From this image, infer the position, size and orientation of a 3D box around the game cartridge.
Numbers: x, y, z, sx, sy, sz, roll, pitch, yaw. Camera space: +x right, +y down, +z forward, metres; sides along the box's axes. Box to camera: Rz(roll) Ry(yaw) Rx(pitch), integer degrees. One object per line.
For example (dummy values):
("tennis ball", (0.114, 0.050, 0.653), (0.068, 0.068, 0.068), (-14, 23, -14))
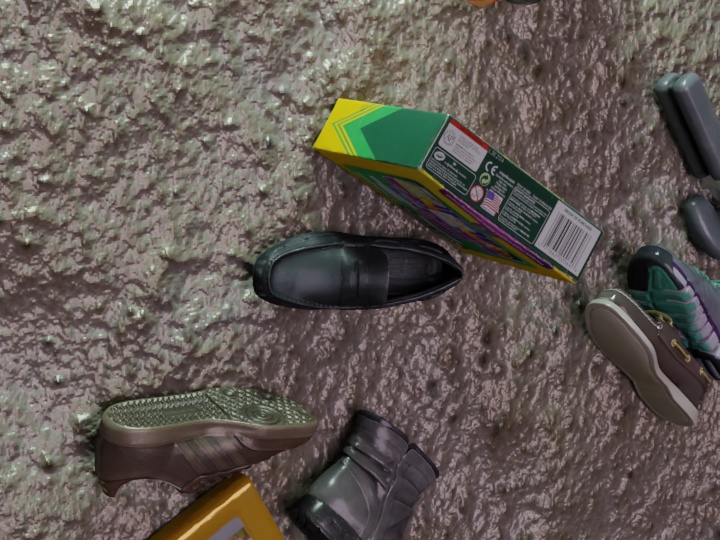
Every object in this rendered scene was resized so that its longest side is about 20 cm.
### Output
("game cartridge", (-0.139, 0.302, 1.395), (0.200, 0.032, 0.177), (-38, 116, -24))

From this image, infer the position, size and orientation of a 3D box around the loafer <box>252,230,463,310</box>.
("loafer", (0.000, 0.000, 1.415), (0.199, 0.070, 0.069), (-3, 99, -33))

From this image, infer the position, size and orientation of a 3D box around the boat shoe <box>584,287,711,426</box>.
("boat shoe", (0.292, 0.077, 1.620), (0.200, 0.072, 0.060), (48, 66, -33))

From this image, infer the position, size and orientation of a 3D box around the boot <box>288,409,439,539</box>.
("boot", (0.034, 0.232, 1.479), (0.132, 0.070, 0.200), (-50, 124, -23))

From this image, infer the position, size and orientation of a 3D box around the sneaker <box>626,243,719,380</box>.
("sneaker", (0.337, 0.023, 1.649), (0.088, 0.074, 0.200), (-57, 133, -24))

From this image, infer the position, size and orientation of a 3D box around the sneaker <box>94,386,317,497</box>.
("sneaker", (-0.133, 0.148, 1.365), (0.199, 0.070, 0.076), (1, 116, -30))

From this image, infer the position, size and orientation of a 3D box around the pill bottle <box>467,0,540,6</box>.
("pill bottle", (0.172, -0.307, 1.459), (0.199, 0.106, 0.107), (-29, 112, -27))

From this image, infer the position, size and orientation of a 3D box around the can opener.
("can opener", (0.346, -0.102, 1.636), (0.067, 0.053, 0.201), (-40, 116, -22))

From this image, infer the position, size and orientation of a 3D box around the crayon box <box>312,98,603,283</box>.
("crayon box", (0.083, -0.071, 1.397), (0.200, 0.172, 0.059), (33, 82, -33))
